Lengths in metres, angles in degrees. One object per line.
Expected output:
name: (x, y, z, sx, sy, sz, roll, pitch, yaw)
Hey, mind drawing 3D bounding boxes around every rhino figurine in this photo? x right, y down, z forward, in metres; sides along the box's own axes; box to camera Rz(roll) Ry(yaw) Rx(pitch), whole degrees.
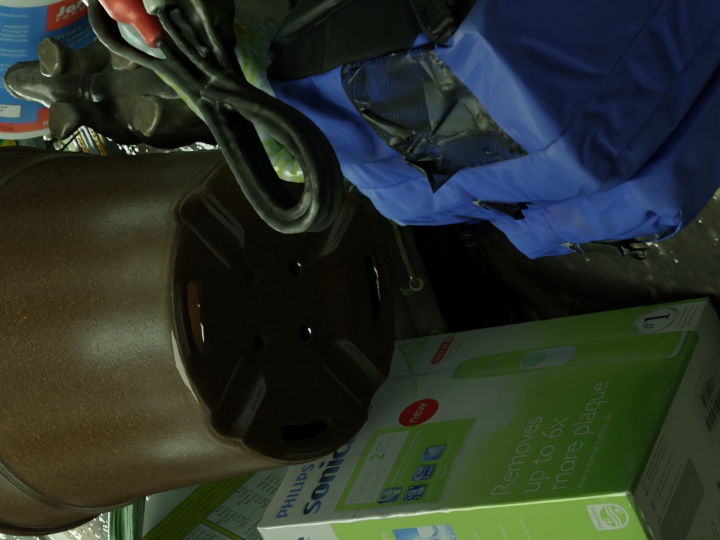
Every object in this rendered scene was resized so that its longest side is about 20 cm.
rhino figurine: (-0.118, -0.092, 1.480, 0.200, 0.087, 0.060, 6, 96, 55)

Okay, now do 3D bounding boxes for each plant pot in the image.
plant pot: (-0.101, 0.026, 1.421, 0.198, 0.200, 0.201, -8, 119, 43)

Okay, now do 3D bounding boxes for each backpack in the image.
backpack: (0.063, -0.088, 1.231, 0.168, 0.163, 0.200, 53, 152, -19)

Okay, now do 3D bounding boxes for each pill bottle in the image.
pill bottle: (-0.184, -0.168, 1.559, 0.112, 0.112, 0.200, 42, 153, 16)

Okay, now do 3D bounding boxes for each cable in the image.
cable: (-0.076, -0.090, 1.239, 0.097, 0.050, 0.201, -44, 57, 37)

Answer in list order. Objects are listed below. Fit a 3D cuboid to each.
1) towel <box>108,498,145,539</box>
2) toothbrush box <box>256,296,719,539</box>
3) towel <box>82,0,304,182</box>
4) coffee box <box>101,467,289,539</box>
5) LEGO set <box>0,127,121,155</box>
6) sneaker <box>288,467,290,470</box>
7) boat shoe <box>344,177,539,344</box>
towel: (-0.137, 0.082, 1.731, 0.023, 0.201, 0.153, 3, 127, -2)
toothbrush box: (0.074, 0.099, 1.392, 0.199, 0.146, 0.086, -9, 122, 32)
towel: (-0.057, -0.120, 1.379, 0.200, 0.171, 0.048, 44, 115, 12)
coffee box: (-0.045, 0.245, 1.769, 0.197, 0.200, 0.200, 22, 142, 42)
LEGO set: (-0.227, -0.033, 1.732, 0.153, 0.200, 0.116, 1, 130, 31)
sneaker: (-0.008, 0.091, 1.640, 0.083, 0.071, 0.200, 45, 180, -24)
boat shoe: (0.054, 0.031, 1.492, 0.060, 0.072, 0.202, -15, 121, 42)
